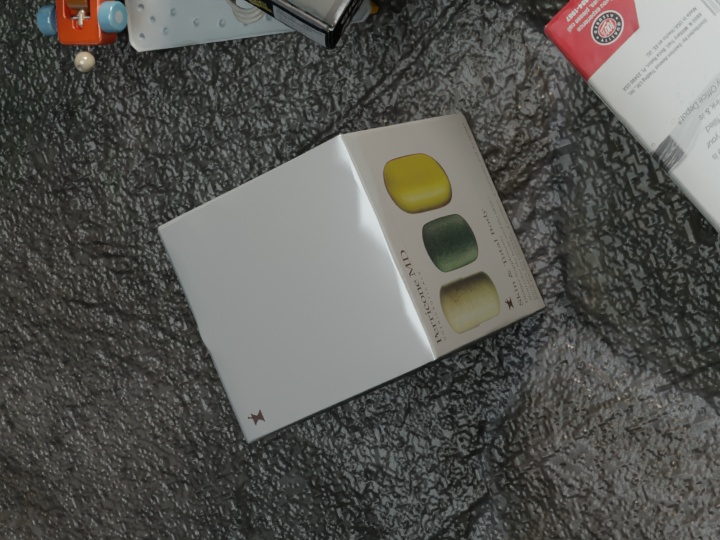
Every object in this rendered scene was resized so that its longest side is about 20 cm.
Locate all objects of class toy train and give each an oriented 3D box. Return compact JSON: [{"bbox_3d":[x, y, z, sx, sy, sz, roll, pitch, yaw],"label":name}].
[{"bbox_3d":[-0.142,-0.224,1.290,0.198,0.055,0.152,-3,97,29],"label":"toy train"}]

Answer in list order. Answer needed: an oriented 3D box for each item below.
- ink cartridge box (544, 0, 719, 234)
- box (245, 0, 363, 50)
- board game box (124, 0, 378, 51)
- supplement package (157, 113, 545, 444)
[{"bbox_3d":[0.237,-0.126,1.129,0.144,0.084,0.200,-44,77,23],"label":"ink cartridge box"},{"bbox_3d":[-0.036,-0.270,1.197,0.158,0.046,0.201,31,81,5],"label":"box"},{"bbox_3d":[-0.087,-0.268,1.299,0.198,0.026,0.202,-4,95,27],"label":"board game box"},{"bbox_3d":[0.000,0.000,1.198,0.150,0.200,0.153,-25,87,27],"label":"supplement package"}]
